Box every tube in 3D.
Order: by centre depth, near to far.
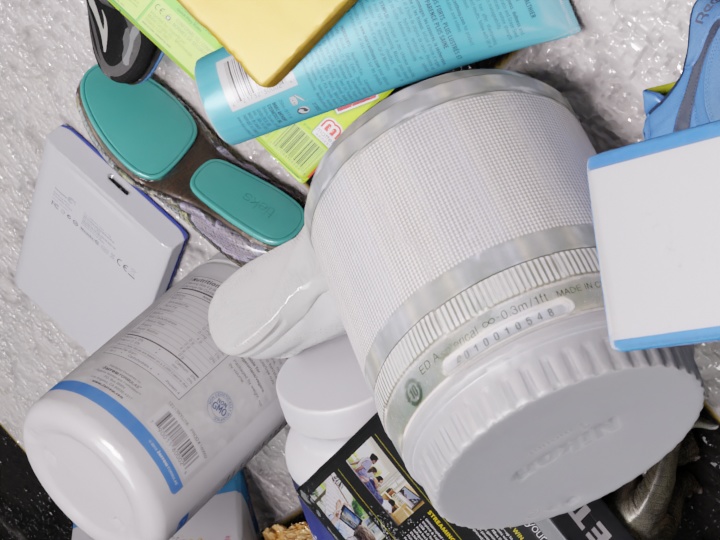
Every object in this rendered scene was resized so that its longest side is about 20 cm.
[{"bbox_3d":[0.010,-0.125,0.807,0.199,0.050,0.078,-20,114,16],"label":"tube"}]

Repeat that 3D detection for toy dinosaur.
[{"bbox_3d":[0.160,0.151,0.922,0.077,0.102,0.200,50,144,-3],"label":"toy dinosaur"}]

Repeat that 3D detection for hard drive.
[{"bbox_3d":[-0.211,-0.009,1.215,0.132,0.025,0.200,41,143,9],"label":"hard drive"}]

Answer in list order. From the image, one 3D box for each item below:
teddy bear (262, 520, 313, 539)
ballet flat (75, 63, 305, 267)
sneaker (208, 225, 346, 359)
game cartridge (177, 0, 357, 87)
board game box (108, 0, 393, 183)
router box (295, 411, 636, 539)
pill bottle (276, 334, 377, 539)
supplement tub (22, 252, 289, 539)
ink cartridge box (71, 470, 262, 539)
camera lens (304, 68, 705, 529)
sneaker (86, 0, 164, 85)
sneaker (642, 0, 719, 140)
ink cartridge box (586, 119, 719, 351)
[{"bbox_3d":[-0.017,0.271,1.250,0.145,0.067,0.201,23,141,56],"label":"teddy bear"},{"bbox_3d":[-0.117,-0.062,1.041,0.200,0.072,0.072,38,143,15],"label":"ballet flat"},{"bbox_3d":[0.000,0.000,0.973,0.199,0.088,0.076,-29,58,29],"label":"sneaker"},{"bbox_3d":[-0.056,-0.224,0.775,0.176,0.032,0.200,-44,89,13],"label":"game cartridge"},{"bbox_3d":[-0.068,-0.157,0.861,0.200,0.048,0.102,43,114,-7],"label":"board game box"},{"bbox_3d":[0.073,0.162,0.903,0.200,0.051,0.149,50,130,8],"label":"router box"},{"bbox_3d":[0.014,0.146,1.055,0.115,0.116,0.201,10,129,39],"label":"pill bottle"},{"bbox_3d":[-0.124,0.090,1.071,0.132,0.200,0.132,26,138,26],"label":"supplement tub"},{"bbox_3d":[-0.147,0.282,1.229,0.145,0.200,0.147,-12,120,0],"label":"ink cartridge box"},{"bbox_3d":[0.069,0.010,0.788,0.160,0.159,0.201,108,147,-50],"label":"camera lens"},{"bbox_3d":[-0.163,-0.202,0.944,0.071,0.083,0.200,27,139,26],"label":"sneaker"},{"bbox_3d":[0.175,-0.048,0.767,0.078,0.066,0.201,41,145,30],"label":"sneaker"},{"bbox_3d":[0.214,-0.022,0.622,0.146,0.199,0.085,-14,83,50],"label":"ink cartridge box"}]
